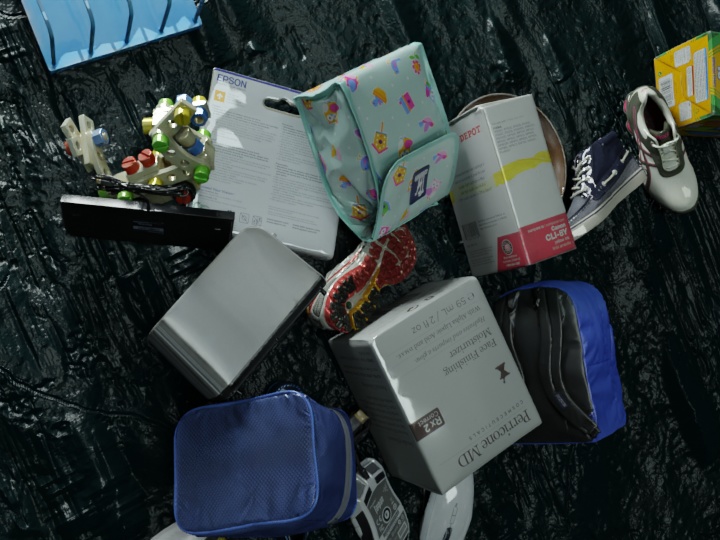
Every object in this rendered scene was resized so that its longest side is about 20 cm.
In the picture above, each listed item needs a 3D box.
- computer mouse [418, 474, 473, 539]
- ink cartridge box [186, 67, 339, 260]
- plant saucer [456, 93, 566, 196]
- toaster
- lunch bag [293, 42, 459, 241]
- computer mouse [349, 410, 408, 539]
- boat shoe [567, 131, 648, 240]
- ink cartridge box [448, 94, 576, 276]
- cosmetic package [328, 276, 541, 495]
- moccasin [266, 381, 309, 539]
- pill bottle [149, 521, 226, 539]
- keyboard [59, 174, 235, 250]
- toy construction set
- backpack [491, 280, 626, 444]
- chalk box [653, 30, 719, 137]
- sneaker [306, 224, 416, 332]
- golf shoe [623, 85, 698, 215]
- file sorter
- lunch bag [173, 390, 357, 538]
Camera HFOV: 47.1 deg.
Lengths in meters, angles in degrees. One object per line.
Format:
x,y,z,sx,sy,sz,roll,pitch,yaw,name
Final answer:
0.112,0.333,1.091,0.107,0.044,0.205,11,82,-18,computer mouse
-0.114,-0.131,1.049,0.192,0.043,0.205,12,78,-19,ink cartridge box
0.202,-0.147,1.172,0.195,0.032,0.206,2,86,-20,plant saucer
-0.149,0.058,0.949,0.118,0.181,0.201,42,74,-6,toaster
0.032,-0.156,1.029,0.169,0.121,0.204,-33,107,-40,lunch bag
0.003,0.279,1.028,0.110,0.043,0.203,-46,121,-47,computer mouse
0.327,-0.120,1.201,0.199,0.075,0.093,-38,92,-27,boat shoe
0.182,-0.106,1.067,0.082,0.145,0.204,-17,91,-21,ink cartridge box
0.089,0.138,1.034,0.163,0.165,0.203,-29,95,-20,cosmetic package
-0.077,0.239,1.015,0.079,0.068,0.205,-6,87,-21,moccasin
-0.172,0.393,0.944,0.113,0.114,0.203,-30,96,-20,pill bottle
-0.242,-0.068,0.945,0.195,0.128,0.021,5,60,-12,keyboard
-0.248,-0.131,0.944,0.132,0.195,0.094,58,34,-49,toy construction set
0.261,0.114,1.108,0.166,0.160,0.205,-10,88,-51,backpack
0.572,-0.280,1.270,0.195,0.124,0.128,-2,86,-20,chalk box
0.000,0.000,1.063,0.200,0.081,0.079,-44,113,-35,sneaker
0.446,-0.175,1.226,0.076,0.088,0.204,-24,92,13,golf shoe
-0.292,-0.341,0.958,0.197,0.122,0.141,-24,94,-21,file sorter
-0.105,0.219,0.902,0.196,0.132,0.139,-11,67,20,lunch bag
